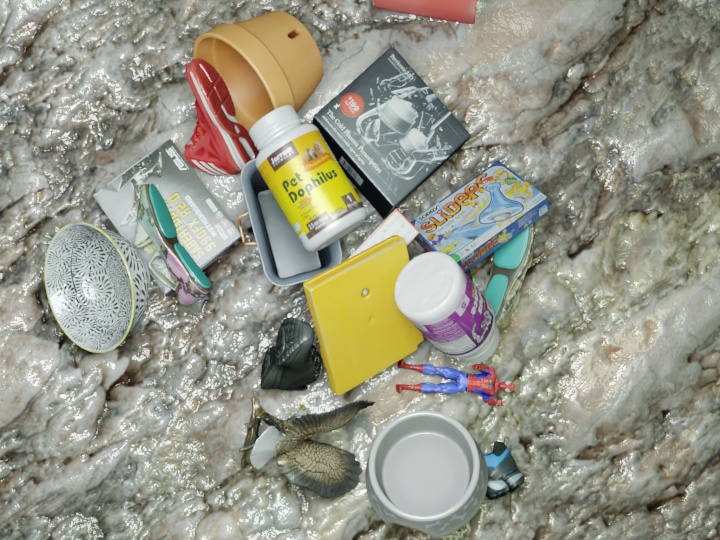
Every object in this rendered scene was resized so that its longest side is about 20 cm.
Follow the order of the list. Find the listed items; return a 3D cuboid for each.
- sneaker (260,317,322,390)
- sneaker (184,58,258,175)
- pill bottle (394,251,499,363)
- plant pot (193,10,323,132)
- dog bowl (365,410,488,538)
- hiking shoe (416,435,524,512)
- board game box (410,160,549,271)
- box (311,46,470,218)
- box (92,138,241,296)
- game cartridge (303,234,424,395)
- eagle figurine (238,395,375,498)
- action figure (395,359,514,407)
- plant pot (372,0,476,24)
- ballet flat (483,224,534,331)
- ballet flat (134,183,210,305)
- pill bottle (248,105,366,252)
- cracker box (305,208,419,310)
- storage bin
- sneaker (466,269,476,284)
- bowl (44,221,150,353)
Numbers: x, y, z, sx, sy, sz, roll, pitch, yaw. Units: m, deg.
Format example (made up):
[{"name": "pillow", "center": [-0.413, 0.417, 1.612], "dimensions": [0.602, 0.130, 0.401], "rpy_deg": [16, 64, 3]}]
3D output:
[{"name": "sneaker", "center": [-0.095, 0.133, 1.358], "dimensions": [0.089, 0.200, 0.077], "rpy_deg": [13, 62, -14]}, {"name": "sneaker", "center": [-0.254, -0.230, 1.395], "dimensions": [0.114, 0.079, 0.202], "rpy_deg": [-12, 121, 23]}, {"name": "pill bottle", "center": [0.142, 0.066, 1.346], "dimensions": [0.111, 0.200, 0.114], "rpy_deg": [-16, 54, 24]}, {"name": "plant pot", "center": [-0.154, -0.322, 1.411], "dimensions": [0.200, 0.200, 0.140], "rpy_deg": [48, 63, 1]}, {"name": "dog bowl", "center": [0.101, 0.313, 1.374], "dimensions": [0.196, 0.059, 0.203], "rpy_deg": [-4, 59, 7]}, {"name": "hiking shoe", "center": [0.163, 0.343, 1.424], "dimensions": [0.197, 0.075, 0.088], "rpy_deg": [-16, 66, -11]}, {"name": "board game box", "center": [0.194, -0.087, 1.450], "dimensions": [0.199, 0.035, 0.135], "rpy_deg": [-35, 46, -9]}, {"name": "box", "center": [0.047, -0.227, 1.455], "dimensions": [0.182, 0.104, 0.200], "rpy_deg": [-43, 90, -11]}, {"name": "box", "center": [-0.312, -0.086, 1.424], "dimensions": [0.158, 0.048, 0.201], "rpy_deg": [-36, 88, -10]}, {"name": "game cartridge", "center": [0.010, 0.069, 1.339], "dimensions": [0.175, 0.032, 0.203], "rpy_deg": [-27, 125, -23]}, {"name": "eagle figurine", "center": [-0.083, 0.261, 1.371], "dimensions": [0.197, 0.152, 0.153], "rpy_deg": [13, 61, 0]}, {"name": "action figure", "center": [0.163, 0.182, 1.424], "dimensions": [0.196, 0.099, 0.066], "rpy_deg": [6, 83, -8]}, {"name": "plant pot", "center": [0.108, -0.515, 1.462], "dimensions": [0.174, 0.200, 0.204], "rpy_deg": [2, 83, 4]}, {"name": "ballet flat", "center": [0.252, 0.008, 1.470], "dimensions": [0.075, 0.067, 0.203], "rpy_deg": [25, 82, -48]}, {"name": "ballet flat", "center": [-0.308, -0.035, 1.367], "dimensions": [0.071, 0.069, 0.202], "rpy_deg": [-30, 88, 11]}, {"name": "pill bottle", "center": [-0.082, -0.137, 1.291], "dimensions": [0.108, 0.109, 0.202], "rpy_deg": [-31, 87, -9]}, {"name": "cracker box", "center": [0.000, 0.000, 1.406], "dimensions": [0.058, 0.134, 0.200], "rpy_deg": [44, 81, -1]}, {"name": "storage bin", "center": [-0.121, -0.071, 1.401], "dimensions": [0.143, 0.134, 0.203], "rpy_deg": [-15, 84, -8]}, {"name": "sneaker", "center": [0.097, 0.029, 1.443], "dimensions": [0.197, 0.077, 0.085], "rpy_deg": [-5, 92, -18]}, {"name": "bowl", "center": [-0.391, 0.018, 1.363], "dimensions": [0.198, 0.094, 0.204], "rpy_deg": [9, 107, 31]}]
